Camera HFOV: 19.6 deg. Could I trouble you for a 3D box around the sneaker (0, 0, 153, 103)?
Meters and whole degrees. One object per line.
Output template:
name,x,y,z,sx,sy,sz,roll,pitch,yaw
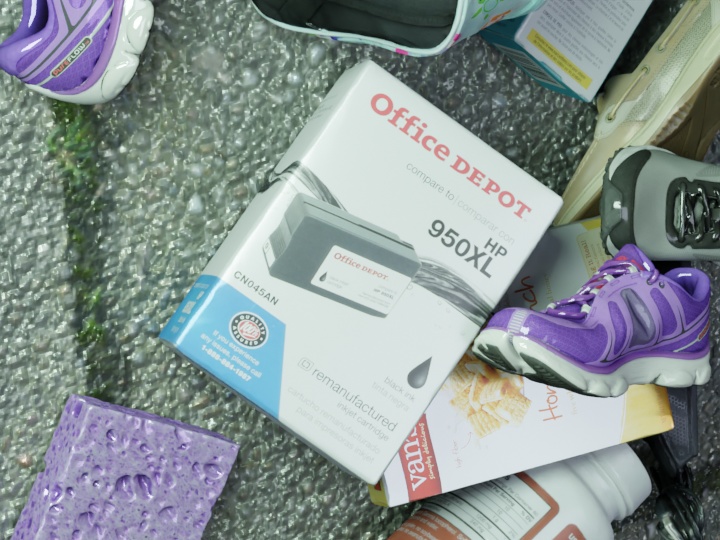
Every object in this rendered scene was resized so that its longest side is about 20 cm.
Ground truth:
sneaker,-0.139,-0.187,1.069,0.083,0.081,0.200,11,97,-25

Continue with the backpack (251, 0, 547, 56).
backpack,0.023,-0.208,1.104,0.150,0.200,0.178,-23,118,-27

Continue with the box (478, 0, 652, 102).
box,0.156,-0.212,1.292,0.082,0.049,0.200,34,85,-39

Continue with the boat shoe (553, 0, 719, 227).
boat shoe,0.189,-0.099,1.350,0.072,0.065,0.200,20,113,-48

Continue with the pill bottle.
pill bottle,0.091,0.181,1.350,0.200,0.112,0.112,-41,126,-16

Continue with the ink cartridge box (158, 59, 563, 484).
ink cartridge box,0.000,0.000,1.203,0.144,0.084,0.200,35,84,-9

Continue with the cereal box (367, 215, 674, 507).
cereal box,0.087,0.054,1.294,0.200,0.040,0.144,-14,93,-19

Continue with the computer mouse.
computer mouse,0.199,0.082,1.403,0.053,0.139,0.200,-3,103,5

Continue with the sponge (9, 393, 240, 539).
sponge,-0.157,0.178,1.224,0.111,0.030,0.200,20,94,-38

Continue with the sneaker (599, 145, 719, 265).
sneaker,0.220,-0.039,1.301,0.200,0.079,0.074,3,90,-46

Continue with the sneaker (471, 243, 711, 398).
sneaker,0.139,0.026,1.223,0.200,0.081,0.084,-3,104,-51
